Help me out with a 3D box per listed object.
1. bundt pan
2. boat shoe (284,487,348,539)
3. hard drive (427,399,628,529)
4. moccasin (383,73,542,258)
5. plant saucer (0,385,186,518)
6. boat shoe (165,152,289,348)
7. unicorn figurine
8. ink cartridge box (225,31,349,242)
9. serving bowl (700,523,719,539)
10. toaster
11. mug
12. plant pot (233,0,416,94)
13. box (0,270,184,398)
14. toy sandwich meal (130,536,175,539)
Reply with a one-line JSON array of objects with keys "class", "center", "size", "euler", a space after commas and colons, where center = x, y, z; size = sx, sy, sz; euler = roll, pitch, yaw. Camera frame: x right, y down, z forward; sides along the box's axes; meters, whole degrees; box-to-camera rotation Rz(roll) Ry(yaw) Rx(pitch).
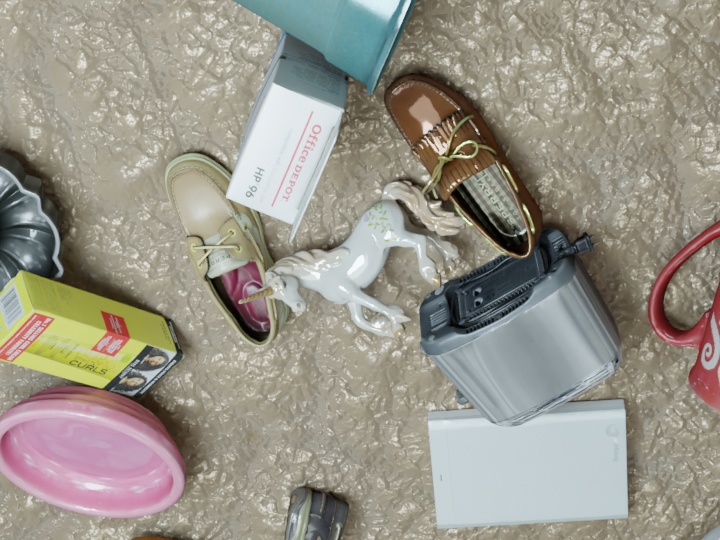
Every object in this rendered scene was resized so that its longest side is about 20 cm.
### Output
[{"class": "bundt pan", "center": [-0.371, -0.033, 1.497], "size": [0.199, 0.076, 0.204], "euler": [1, 116, 2]}, {"class": "boat shoe", "center": [-0.048, 0.323, 1.665], "size": [0.072, 0.075, 0.202], "euler": [7, 118, -1]}, {"class": "hard drive", "center": [0.172, 0.199, 1.620], "size": [0.197, 0.026, 0.133], "euler": [-4, 117, 5]}, {"class": "moccasin", "center": [0.092, -0.092, 1.445], "size": [0.073, 0.078, 0.202], "euler": [-29, 108, 16]}, {"class": "plant saucer", "center": [-0.268, 0.177, 1.580], "size": [0.198, 0.051, 0.202], "euler": [7, 144, 5]}, {"class": "boat shoe", "center": [-0.124, -0.016, 1.500], "size": [0.073, 0.067, 0.201], "euler": [-24, 113, 14]}, {"class": "unicorn figurine", "center": [0.000, 0.000, 1.492], "size": [0.137, 0.074, 0.201], "euler": [39, 82, 1]}, {"class": "ink cartridge box", "center": [-0.061, -0.123, 1.369], "size": [0.067, 0.201, 0.117], "euler": [21, 116, -8]}, {"class": "serving bowl", "center": [0.424, 0.324, 1.649], "size": [0.197, 0.066, 0.203], "euler": [1, 116, 2]}, {"class": "toaster", "center": [0.161, 0.054, 1.501], "size": [0.199, 0.114, 0.130], "euler": [-31, 115, 14]}, {"class": "mug", "center": [0.368, 0.023, 1.467], "size": [0.175, 0.134, 0.202], "euler": [7, 114, -3]}, {"class": "plant pot", "center": [-0.036, -0.276, 1.306], "size": [0.194, 0.201, 0.202], "euler": [24, 116, -1]}, {"class": "box", "center": [-0.262, 0.063, 1.498], "size": [0.075, 0.050, 0.199], "euler": [-41, 144, 19]}, {"class": "toy sandwich meal", "center": [-0.208, 0.378, 1.700], "size": [0.202, 0.070, 0.208], "euler": [1, 117, 2]}]
